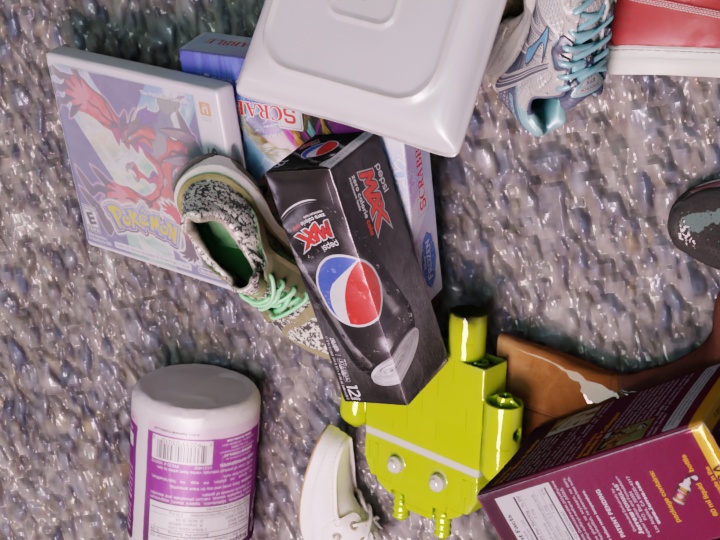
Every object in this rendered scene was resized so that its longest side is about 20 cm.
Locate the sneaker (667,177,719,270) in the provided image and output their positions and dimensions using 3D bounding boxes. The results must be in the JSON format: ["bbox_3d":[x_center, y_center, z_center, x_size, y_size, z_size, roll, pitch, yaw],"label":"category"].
[{"bbox_3d":[0.306,-0.013,1.083,0.199,0.115,0.076,11,110,20],"label":"sneaker"}]

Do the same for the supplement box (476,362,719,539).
[{"bbox_3d":[0.200,0.147,1.119,0.200,0.110,0.086,-25,98,38],"label":"supplement box"}]

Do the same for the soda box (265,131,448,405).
[{"bbox_3d":[0.000,0.000,1.163,0.063,0.071,0.201,-1,118,38],"label":"soda box"}]

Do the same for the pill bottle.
[{"bbox_3d":[-0.146,0.192,1.346,0.112,0.112,0.201,12,110,20],"label":"pill bottle"}]

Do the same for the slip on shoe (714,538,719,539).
[{"bbox_3d":[0.216,0.250,1.128,0.074,0.200,0.061,42,161,11],"label":"slip on shoe"}]

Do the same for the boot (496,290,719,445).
[{"bbox_3d":[0.203,0.077,1.196,0.199,0.068,0.189,16,122,24],"label":"boot"}]

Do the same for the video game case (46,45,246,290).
[{"bbox_3d":[-0.169,-0.083,1.269,0.199,0.023,0.183,17,127,36],"label":"video game case"}]

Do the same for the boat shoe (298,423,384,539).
[{"bbox_3d":[-0.011,0.224,1.323,0.069,0.071,0.201,11,119,19],"label":"boat shoe"}]

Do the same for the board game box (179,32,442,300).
[{"bbox_3d":[-0.038,-0.079,1.215,0.199,0.041,0.200,11,124,29],"label":"board game box"}]

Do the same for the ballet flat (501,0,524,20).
[{"bbox_3d":[0.039,-0.172,1.179,0.200,0.065,0.071,-34,91,28],"label":"ballet flat"}]

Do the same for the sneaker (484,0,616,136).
[{"bbox_3d":[0.152,-0.165,1.084,0.087,0.077,0.200,65,158,16],"label":"sneaker"}]

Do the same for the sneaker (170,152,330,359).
[{"bbox_3d":[-0.077,0.008,1.187,0.077,0.089,0.200,-36,109,25],"label":"sneaker"}]

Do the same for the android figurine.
[{"bbox_3d":[0.057,0.118,1.254,0.182,0.041,0.201,20,114,38],"label":"android figurine"}]

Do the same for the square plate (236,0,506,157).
[{"bbox_3d":[0.011,-0.201,1.106,0.197,0.028,0.201,19,92,29],"label":"square plate"}]

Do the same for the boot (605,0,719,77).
[{"bbox_3d":[0.258,-0.208,1.073,0.199,0.072,0.145,6,106,26],"label":"boot"}]
